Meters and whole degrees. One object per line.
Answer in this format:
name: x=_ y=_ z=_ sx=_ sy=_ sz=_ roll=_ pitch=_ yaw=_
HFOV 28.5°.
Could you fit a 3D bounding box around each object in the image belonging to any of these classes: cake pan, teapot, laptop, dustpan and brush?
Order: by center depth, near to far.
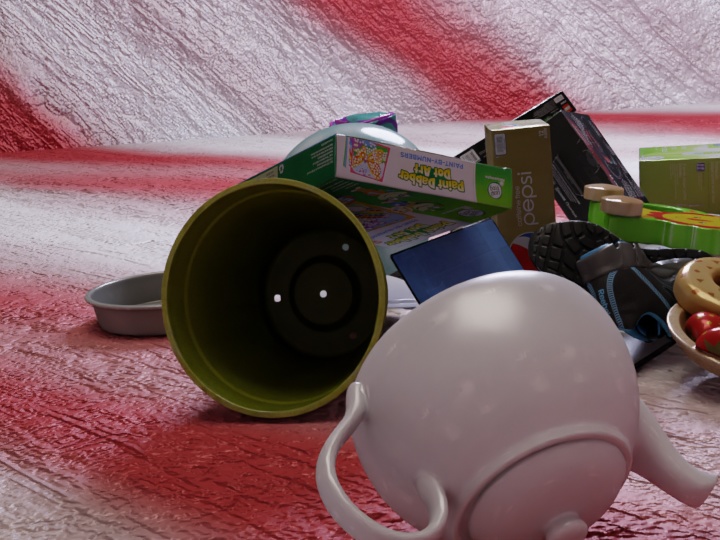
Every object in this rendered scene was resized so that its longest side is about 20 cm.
teapot: x=0.092 y=0.108 z=0.871 sx=0.199 sy=0.198 sz=0.147 roll=-32 pitch=50 yaw=7
laptop: x=0.162 y=0.028 z=1.305 sx=0.198 sy=0.117 sz=0.187 roll=3 pitch=15 yaw=35
dustpan and brush: x=0.004 y=0.034 z=1.530 sx=0.138 sy=0.058 sz=0.200 roll=-3 pitch=18 yaw=2
cake pan: x=-0.214 y=0.035 z=1.623 sx=0.197 sy=0.037 sz=0.200 roll=-5 pitch=12 yaw=1

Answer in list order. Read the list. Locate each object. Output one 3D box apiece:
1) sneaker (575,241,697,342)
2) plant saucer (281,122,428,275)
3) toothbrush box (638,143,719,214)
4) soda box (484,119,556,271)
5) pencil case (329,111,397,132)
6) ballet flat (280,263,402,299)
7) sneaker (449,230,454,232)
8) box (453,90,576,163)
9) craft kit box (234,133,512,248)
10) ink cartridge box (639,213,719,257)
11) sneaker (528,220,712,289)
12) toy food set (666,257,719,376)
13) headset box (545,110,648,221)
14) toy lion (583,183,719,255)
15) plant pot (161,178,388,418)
sneaker: x=0.271 y=0.031 z=1.313 sx=0.199 sy=0.083 sz=0.073 roll=8 pitch=-26 yaw=-43
plant saucer: x=-0.009 y=-0.086 z=1.616 sx=0.198 sy=0.203 sz=0.039 roll=-4 pitch=-21 yaw=2
toothbrush box: x=0.497 y=-0.131 z=2.027 sx=0.197 sy=0.087 sz=0.146 roll=-1 pitch=12 yaw=12
soda box: x=0.169 y=-0.052 z=1.480 sx=0.063 sy=0.203 sz=0.068 roll=-5 pitch=11 yaw=0
pencil case: x=0.011 y=-0.092 z=1.736 sx=0.084 sy=0.203 sz=0.092 roll=5 pitch=17 yaw=40
ballet flat: x=0.000 y=0.000 z=1.639 sx=0.197 sy=0.047 sz=0.068 roll=-8 pitch=-26 yaw=-3
sneaker: x=0.154 y=-0.083 z=1.919 sx=0.076 sy=0.090 sz=0.200 roll=-4 pitch=12 yaw=4
box: x=0.185 y=-0.156 z=1.862 sx=0.199 sy=0.035 sz=0.110 roll=-33 pitch=-10 yaw=-27
craft kit box: x=0.009 y=-0.071 z=1.354 sx=0.195 sy=0.049 sz=0.199 roll=5 pitch=-13 yaw=-31
ink cartridge box: x=0.380 y=-0.029 z=1.685 sx=0.198 sy=0.048 sz=0.197 roll=-15 pitch=16 yaw=-31
sneaker: x=0.260 y=0.007 z=1.450 sx=0.198 sy=0.077 sz=0.088 roll=14 pitch=-12 yaw=-6
toy food set: x=0.360 y=0.049 z=1.207 sx=0.195 sy=0.049 sz=0.200 roll=10 pitch=22 yaw=14
headset box: x=0.286 y=-0.123 z=1.820 sx=0.075 sy=0.149 sz=0.200 roll=-36 pitch=-8 yaw=19
toy lion: x=0.347 y=-0.047 z=1.557 sx=0.189 sy=0.070 sz=0.200 roll=5 pitch=10 yaw=-1
plant pot: x=-0.054 y=0.023 z=1.294 sx=0.198 sy=0.203 sz=0.193 roll=-2 pitch=0 yaw=13
